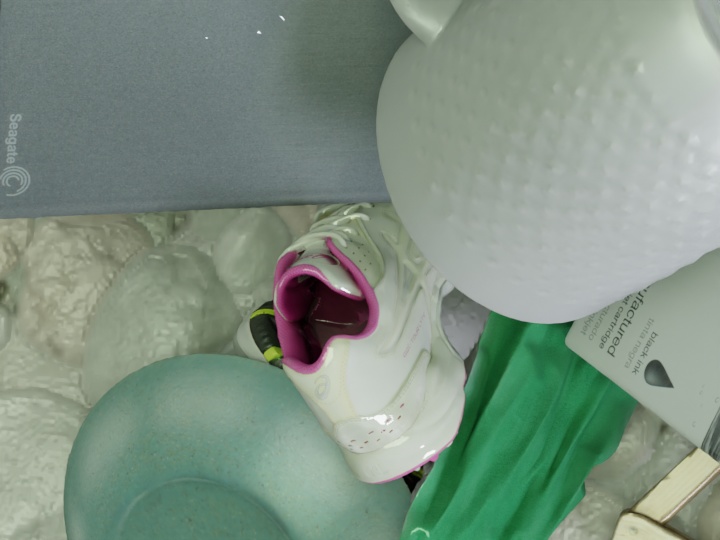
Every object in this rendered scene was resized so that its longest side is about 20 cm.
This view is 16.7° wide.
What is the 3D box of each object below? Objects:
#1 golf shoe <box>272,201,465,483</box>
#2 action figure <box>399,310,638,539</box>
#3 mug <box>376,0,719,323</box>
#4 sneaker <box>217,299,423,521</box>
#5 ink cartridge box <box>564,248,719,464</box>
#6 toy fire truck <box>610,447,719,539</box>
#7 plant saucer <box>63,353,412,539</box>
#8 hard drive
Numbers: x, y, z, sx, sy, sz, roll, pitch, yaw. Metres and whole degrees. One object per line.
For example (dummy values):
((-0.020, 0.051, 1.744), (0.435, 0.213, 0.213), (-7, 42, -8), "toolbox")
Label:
((0.000, 0.000, 1.126), (0.075, 0.200, 0.092), (-30, 130, 22), "golf shoe")
((0.067, 0.084, 1.137), (0.118, 0.055, 0.200), (42, 65, -25), "action figure")
((0.095, -0.090, 0.997), (0.200, 0.175, 0.148), (41, 54, -14), "mug")
((0.003, 0.106, 1.193), (0.200, 0.075, 0.076), (51, 125, 3), "sneaker")
((0.202, 0.022, 1.060), (0.084, 0.200, 0.146), (21, 101, -37), "ink cartridge box")
((0.164, 0.153, 1.172), (0.200, 0.049, 0.141), (-29, 87, 9), "toy fire truck")
((-0.064, 0.140, 1.170), (0.200, 0.039, 0.202), (9, 113, 22), "plant saucer")
((-0.067, -0.091, 1.069), (0.199, 0.033, 0.140), (-3, 125, -20), "hard drive")
